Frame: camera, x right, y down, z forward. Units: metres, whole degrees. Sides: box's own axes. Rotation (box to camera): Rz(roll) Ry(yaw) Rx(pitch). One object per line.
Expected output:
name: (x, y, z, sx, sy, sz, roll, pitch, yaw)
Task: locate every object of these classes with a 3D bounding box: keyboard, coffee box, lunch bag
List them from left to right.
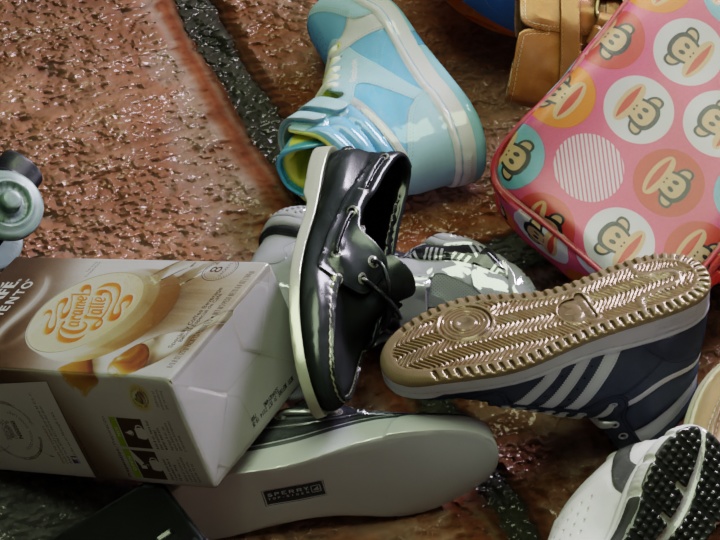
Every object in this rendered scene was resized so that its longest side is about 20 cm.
keyboard: (-0.172, 0.201, 1.550, 0.200, 0.040, 0.104, -32, 38, -10)
coffee box: (-0.146, 0.057, 1.634, 0.200, 0.080, 0.114, 1, 36, 36)
lunch bag: (0.197, -0.069, 1.714, 0.176, 0.082, 0.200, 40, 81, 15)

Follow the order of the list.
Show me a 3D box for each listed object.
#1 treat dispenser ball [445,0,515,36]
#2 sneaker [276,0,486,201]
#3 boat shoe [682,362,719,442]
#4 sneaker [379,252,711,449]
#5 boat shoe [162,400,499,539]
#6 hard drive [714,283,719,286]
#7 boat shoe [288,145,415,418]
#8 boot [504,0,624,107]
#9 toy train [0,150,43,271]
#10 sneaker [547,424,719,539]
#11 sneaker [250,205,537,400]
treat dispenser ball: (0.127, -0.259, 1.926, 0.200, 0.201, 0.201, -2, 42, 2)
sneaker: (-0.016, -0.114, 1.865, 0.130, 0.080, 0.200, -20, 44, -20)
boat shoe: (0.255, 0.060, 1.646, 0.074, 0.066, 0.200, 40, 51, 0)
sneaker: (0.111, 0.065, 1.634, 0.199, 0.109, 0.070, -15, 42, -10)
boat shoe: (-0.021, 0.105, 1.631, 0.199, 0.072, 0.068, -12, 43, 1)
hard drive: (0.220, -0.044, 1.798, 0.199, 0.042, 0.135, 4, 42, 8)
boat shoe: (0.001, 0.002, 1.634, 0.066, 0.075, 0.200, -7, 40, 13)
boot: (0.178, -0.182, 1.825, 0.155, 0.077, 0.201, 9, 79, 2)
toy train: (-0.280, -0.011, 1.720, 0.114, 0.085, 0.200, 36, 62, -5)
sneaker: (0.131, 0.172, 1.556, 0.200, 0.074, 0.080, -49, 18, -28)
sneaker: (0.006, 0.031, 1.707, 0.200, 0.075, 0.115, 15, 46, 25)
